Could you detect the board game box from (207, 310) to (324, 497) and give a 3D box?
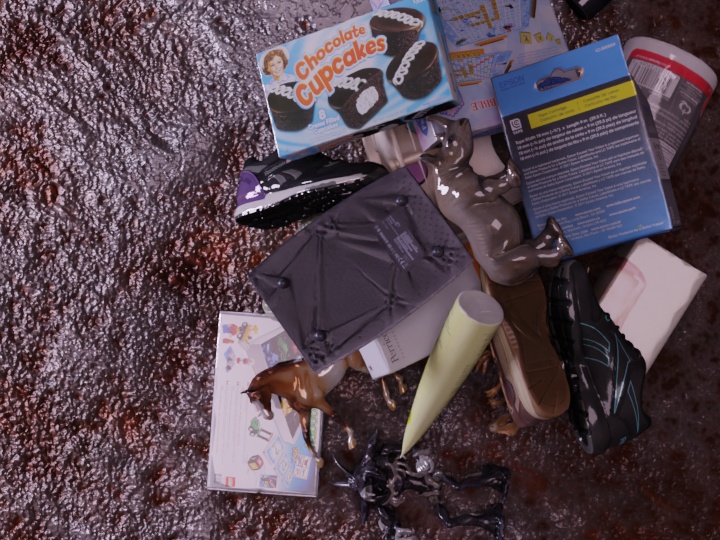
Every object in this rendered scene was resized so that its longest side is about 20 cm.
[{"bbox_3d":[-0.103,0.150,1.346,0.125,0.035,0.201,4,89,1],"label":"board game box"}]

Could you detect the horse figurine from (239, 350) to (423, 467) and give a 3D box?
[{"bbox_3d":[-0.023,0.119,1.308,0.200,0.050,0.133,-39,103,-17],"label":"horse figurine"}]

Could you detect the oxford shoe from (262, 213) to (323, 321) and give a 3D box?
[{"bbox_3d":[-0.039,-0.022,1.331,0.058,0.075,0.201,39,71,-32],"label":"oxford shoe"}]

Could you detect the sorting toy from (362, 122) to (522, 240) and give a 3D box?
[{"bbox_3d":[0.106,-0.127,1.317,0.179,0.107,0.201,-17,82,-8],"label":"sorting toy"}]

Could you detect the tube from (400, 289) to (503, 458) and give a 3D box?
[{"bbox_3d":[0.085,0.107,1.229,0.058,0.201,0.052,-8,48,-34],"label":"tube"}]

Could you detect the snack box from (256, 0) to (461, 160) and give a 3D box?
[{"bbox_3d":[-0.004,-0.199,1.236,0.199,0.037,0.117,-16,82,21],"label":"snack box"}]

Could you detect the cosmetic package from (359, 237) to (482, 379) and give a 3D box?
[{"bbox_3d":[0.086,0.030,1.291,0.199,0.071,0.102,-25,87,-18],"label":"cosmetic package"}]

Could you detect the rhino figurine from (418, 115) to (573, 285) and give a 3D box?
[{"bbox_3d":[0.124,-0.074,1.199,0.087,0.060,0.200,-36,83,14],"label":"rhino figurine"}]

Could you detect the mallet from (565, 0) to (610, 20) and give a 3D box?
[{"bbox_3d":[0.220,-0.378,1.346,0.066,0.041,0.200,-35,83,1],"label":"mallet"}]

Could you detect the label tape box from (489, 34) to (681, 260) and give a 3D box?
[{"bbox_3d":[0.232,-0.121,1.221,0.144,0.063,0.201,-15,88,26],"label":"label tape box"}]

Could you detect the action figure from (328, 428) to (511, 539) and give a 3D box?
[{"bbox_3d":[0.062,0.242,1.304,0.199,0.102,0.120,7,100,2],"label":"action figure"}]

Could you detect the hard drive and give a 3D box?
[{"bbox_3d":[0.000,0.000,1.213,0.200,0.042,0.135,-35,83,-9],"label":"hard drive"}]

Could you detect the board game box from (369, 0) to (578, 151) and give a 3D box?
[{"bbox_3d":[0.126,-0.247,1.294,0.199,0.041,0.200,-15,82,-24],"label":"board game box"}]

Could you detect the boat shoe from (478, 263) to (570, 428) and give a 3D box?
[{"bbox_3d":[0.155,0.065,1.233,0.072,0.072,0.201,-5,67,-30],"label":"boat shoe"}]

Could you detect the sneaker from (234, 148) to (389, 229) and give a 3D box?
[{"bbox_3d":[-0.058,-0.109,1.298,0.199,0.076,0.088,-10,71,33],"label":"sneaker"}]

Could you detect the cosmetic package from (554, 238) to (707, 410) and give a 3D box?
[{"bbox_3d":[0.278,0.067,1.297,0.087,0.103,0.201,32,89,2],"label":"cosmetic package"}]

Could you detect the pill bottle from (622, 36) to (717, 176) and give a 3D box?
[{"bbox_3d":[0.296,-0.141,1.296,0.110,0.111,0.201,27,90,3],"label":"pill bottle"}]

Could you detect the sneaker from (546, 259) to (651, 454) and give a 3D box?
[{"bbox_3d":[0.244,0.084,1.221,0.079,0.075,0.201,-13,95,-8],"label":"sneaker"}]

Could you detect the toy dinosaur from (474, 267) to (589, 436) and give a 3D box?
[{"bbox_3d":[0.185,0.094,1.297,0.060,0.106,0.201,38,68,-37],"label":"toy dinosaur"}]
